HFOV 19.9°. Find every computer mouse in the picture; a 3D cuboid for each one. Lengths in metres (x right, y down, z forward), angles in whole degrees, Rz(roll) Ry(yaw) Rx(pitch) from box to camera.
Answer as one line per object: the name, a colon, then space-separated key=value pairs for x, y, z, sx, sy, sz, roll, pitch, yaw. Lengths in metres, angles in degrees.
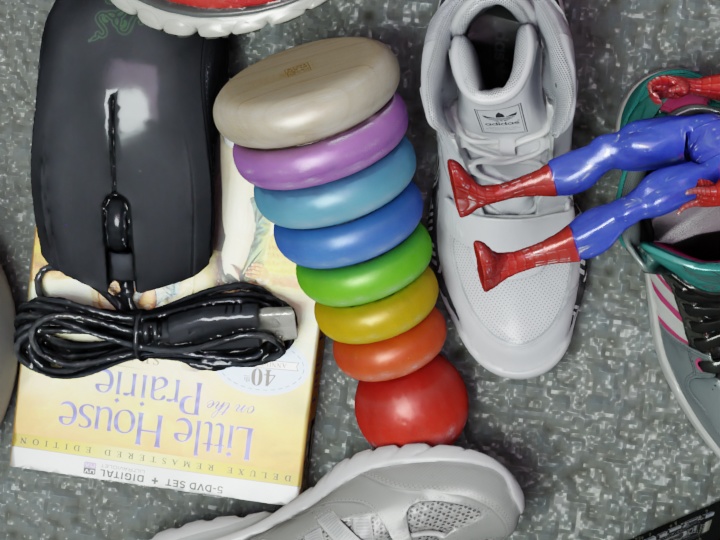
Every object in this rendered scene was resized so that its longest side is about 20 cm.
computer mouse: x=-0.102 y=-0.050 z=0.939 sx=0.138 sy=0.053 sz=0.201 roll=-2 pitch=93 yaw=8

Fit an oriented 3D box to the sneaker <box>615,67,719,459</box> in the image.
sneaker: x=0.165 y=0.006 z=0.909 sx=0.083 sy=0.121 sz=0.201 roll=-19 pitch=92 yaw=7

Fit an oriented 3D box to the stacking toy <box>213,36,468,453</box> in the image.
stacking toy: x=0.000 y=0.000 z=0.932 sx=0.085 sy=0.085 sz=0.200 roll=-14 pitch=114 yaw=7

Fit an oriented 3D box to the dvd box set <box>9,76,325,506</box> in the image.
dvd box set: x=-0.087 y=0.005 z=0.983 sx=0.146 sy=0.029 sz=0.201 roll=8 pitch=95 yaw=6

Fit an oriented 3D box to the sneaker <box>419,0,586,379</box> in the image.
sneaker: x=0.062 y=-0.046 z=0.920 sx=0.075 sy=0.115 sz=0.201 roll=-2 pitch=94 yaw=7

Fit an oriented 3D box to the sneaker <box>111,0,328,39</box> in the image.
sneaker: x=-0.096 y=-0.163 z=0.895 sx=0.199 sy=0.077 sz=0.085 roll=18 pitch=135 yaw=18

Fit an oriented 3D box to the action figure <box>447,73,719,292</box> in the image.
action figure: x=0.139 y=-0.048 z=0.845 sx=0.199 sy=0.052 sz=0.066 roll=-16 pitch=57 yaw=-1

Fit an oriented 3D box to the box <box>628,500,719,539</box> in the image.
box: x=0.129 y=0.178 z=0.886 sx=0.163 sy=0.200 sz=0.086 roll=-25 pitch=92 yaw=7

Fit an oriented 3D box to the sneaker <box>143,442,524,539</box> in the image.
sneaker: x=-0.014 y=0.146 z=0.948 sx=0.200 sy=0.082 sz=0.075 roll=-23 pitch=132 yaw=14

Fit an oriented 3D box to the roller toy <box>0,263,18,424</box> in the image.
roller toy: x=-0.262 y=0.034 z=0.945 sx=0.182 sy=0.140 sz=0.201 roll=-12 pitch=92 yaw=11
